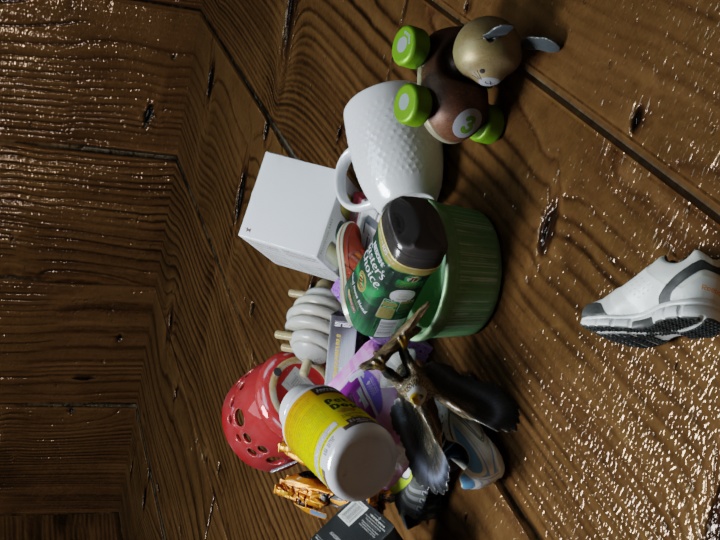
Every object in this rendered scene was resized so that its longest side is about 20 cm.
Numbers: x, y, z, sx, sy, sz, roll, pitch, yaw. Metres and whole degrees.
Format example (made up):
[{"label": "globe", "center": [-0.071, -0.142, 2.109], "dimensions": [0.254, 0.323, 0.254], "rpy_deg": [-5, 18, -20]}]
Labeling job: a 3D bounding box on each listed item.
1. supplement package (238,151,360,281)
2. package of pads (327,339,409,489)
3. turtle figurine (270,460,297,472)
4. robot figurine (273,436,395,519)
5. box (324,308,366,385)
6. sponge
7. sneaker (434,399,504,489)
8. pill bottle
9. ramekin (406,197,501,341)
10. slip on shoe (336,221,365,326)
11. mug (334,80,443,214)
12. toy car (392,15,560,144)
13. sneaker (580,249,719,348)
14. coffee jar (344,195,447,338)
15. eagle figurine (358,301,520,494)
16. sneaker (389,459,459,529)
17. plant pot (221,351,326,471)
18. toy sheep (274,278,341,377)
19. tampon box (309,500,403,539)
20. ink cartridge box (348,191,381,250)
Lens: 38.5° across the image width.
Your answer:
[{"label": "supplement package", "center": [-0.090, -0.087, 1.784], "dimensions": [0.200, 0.148, 0.155], "rpy_deg": [43, -116, -70]}, {"label": "package of pads", "center": [0.028, 0.210, 1.524], "dimensions": [0.121, 0.075, 0.201], "rpy_deg": [-47, 35, 12]}, {"label": "turtle figurine", "center": [-0.004, 0.322, 1.677], "dimensions": [0.146, 0.198, 0.193], "rpy_deg": [59, 147, 0]}, {"label": "robot figurine", "center": [-0.038, 0.326, 1.590], "dimensions": [0.197, 0.058, 0.148], "rpy_deg": [12, 102, 30]}, {"label": "box", "center": [-0.023, 0.148, 1.757], "dimensions": [0.200, 0.047, 0.162], "rpy_deg": [-22, -63, -83]}, {"label": "sponge", "center": [0.032, 0.077, 1.662], "dimensions": [0.030, 0.110, 0.200], "rpy_deg": [-61, 28, 11]}, {"label": "sneaker", "center": [0.134, 0.218, 1.433], "dimensions": [0.201, 0.071, 0.073], "rpy_deg": [-117, 16, -50]}, {"label": "pill bottle", "center": [-0.039, 0.229, 1.433], "dimensions": [0.199, 0.107, 0.112], "rpy_deg": [29, 113, 57]}, {"label": "ramekin", "center": [0.120, 0.001, 1.477], "dimensions": [0.199, 0.096, 0.205], "rpy_deg": [-177, 90, -68]}, {"label": "slip on shoe", "center": [0.000, 0.000, 1.616], "dimensions": [0.202, 0.060, 0.075], "rpy_deg": [-96, -17, -45]}, {"label": "mug", "center": [0.038, -0.168, 1.610], "dimensions": [0.198, 0.147, 0.179], "rpy_deg": [-26, 63, 31]}, {"label": "toy car", "center": [0.163, -0.268, 1.363], "dimensions": [0.199, 0.162, 0.161], "rpy_deg": [-18, 69, 53]}, {"label": "sneaker", "center": [0.306, 0.032, 1.077], "dimensions": [0.199, 0.073, 0.082], "rpy_deg": [-18, 56, 62]}, {"label": "coffee jar", "center": [0.047, -0.004, 1.417], "dimensions": [0.201, 0.084, 0.106], "rpy_deg": [118, 147, -45]}, {"label": "eagle figurine", "center": [0.092, 0.175, 1.372], "dimensions": [0.200, 0.151, 0.152], "rpy_deg": [48, 132, 3]}, {"label": "sneaker", "center": [0.102, 0.323, 1.529], "dimensions": [0.201, 0.072, 0.082], "rpy_deg": [121, 136, -58]}, {"label": "plant pot", "center": [-0.145, 0.262, 1.959], "dimensions": [0.182, 0.197, 0.204], "rpy_deg": [-42, 48, 55]}, {"label": "toy sheep", "center": [-0.081, 0.104, 1.895], "dimensions": [0.138, 0.136, 0.203], "rpy_deg": [-39, 32, 60]}, {"label": "tampon box", "center": [0.030, 0.453, 1.473], "dimensions": [0.201, 0.126, 0.149], "rpy_deg": [55, 166, -19]}, {"label": "ink cartridge box", "center": [0.044, -0.029, 1.687], "dimensions": [0.200, 0.083, 0.149], "rpy_deg": [-136, 53, -59]}]
